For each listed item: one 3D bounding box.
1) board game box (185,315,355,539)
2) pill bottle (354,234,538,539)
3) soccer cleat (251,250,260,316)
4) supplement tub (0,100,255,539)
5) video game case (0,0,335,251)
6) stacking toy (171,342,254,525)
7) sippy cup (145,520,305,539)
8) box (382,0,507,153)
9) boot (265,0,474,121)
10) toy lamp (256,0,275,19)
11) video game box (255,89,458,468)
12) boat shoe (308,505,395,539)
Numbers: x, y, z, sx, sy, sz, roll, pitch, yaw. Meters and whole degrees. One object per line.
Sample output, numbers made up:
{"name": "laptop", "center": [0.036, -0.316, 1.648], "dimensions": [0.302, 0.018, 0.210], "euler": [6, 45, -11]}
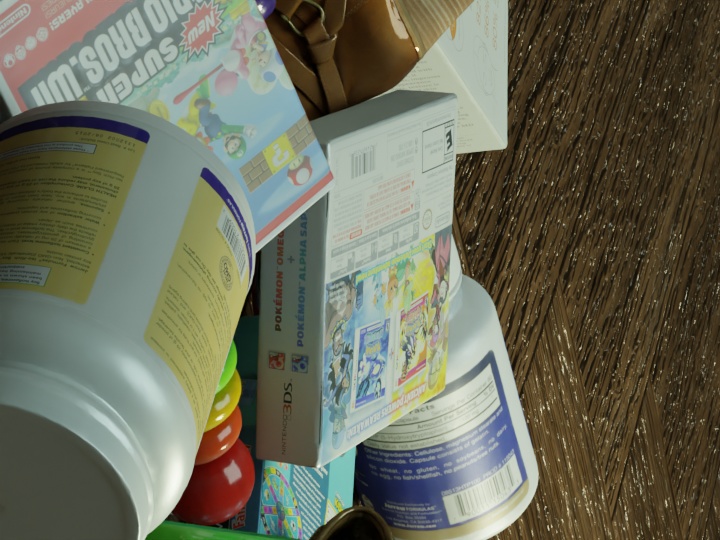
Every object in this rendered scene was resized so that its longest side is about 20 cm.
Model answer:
{"name": "board game box", "center": [-0.051, 0.149, 1.715], "dimensions": [0.151, 0.047, 0.201], "euler": [55, 34, -57]}
{"name": "pill bottle", "center": [0.037, 0.068, 1.904], "dimensions": [0.120, 0.119, 0.201], "euler": [-71, 151, -53]}
{"name": "soccer cleat", "center": [-0.035, -0.024, 1.816], "dimensions": [0.073, 0.068, 0.201], "euler": [103, -6, -46]}
{"name": "supplement tub", "center": [-0.133, 0.036, 1.320], "dimensions": [0.200, 0.145, 0.146], "euler": [-74, 153, -49]}
{"name": "video game case", "center": [-0.099, -0.079, 1.429], "dimensions": [0.143, 0.017, 0.200], "euler": [-41, 128, -23]}
{"name": "stacking toy", "center": [-0.094, 0.054, 1.563], "dimensions": [0.086, 0.085, 0.201], "euler": [-73, 156, -51]}
{"name": "sippy cup", "center": [-0.082, 0.192, 1.485], "dimensions": [0.178, 0.139, 0.131], "euler": [17, 79, -62]}
{"name": "box", "center": [0.022, -0.180, 1.949], "dimensions": [0.200, 0.106, 0.153], "euler": [49, 39, -62]}
{"name": "boot", "center": [-0.043, -0.178, 1.728], "dimensions": [0.200, 0.155, 0.074], "euler": [51, -4, -15]}
{"name": "toy lamp", "center": [-0.111, -0.071, 1.492], "dimensions": [0.200, 0.058, 0.058], "euler": [-58, 145, -28]}
{"name": "video game box", "center": [0.000, 0.000, 1.701], "dimensions": [0.200, 0.047, 0.183], "euler": [-25, 117, -65]}
{"name": "boat shoe", "center": [-0.016, 0.190, 1.588], "dimensions": [0.200, 0.075, 0.074], "euler": [-84, -177, -66]}
